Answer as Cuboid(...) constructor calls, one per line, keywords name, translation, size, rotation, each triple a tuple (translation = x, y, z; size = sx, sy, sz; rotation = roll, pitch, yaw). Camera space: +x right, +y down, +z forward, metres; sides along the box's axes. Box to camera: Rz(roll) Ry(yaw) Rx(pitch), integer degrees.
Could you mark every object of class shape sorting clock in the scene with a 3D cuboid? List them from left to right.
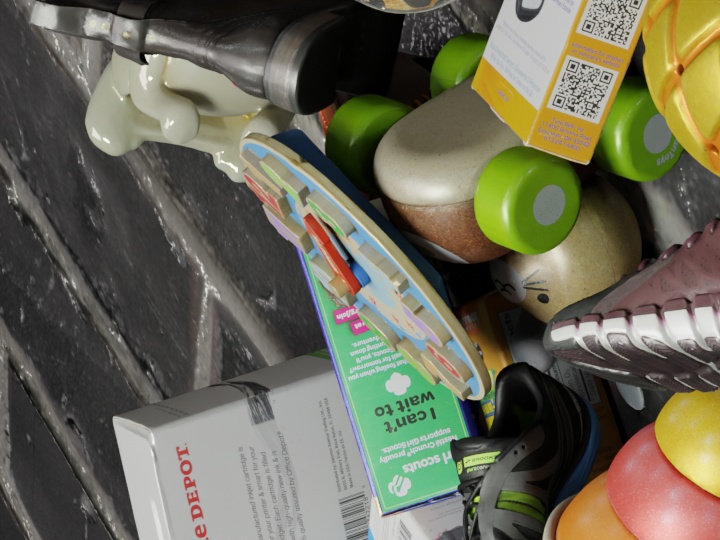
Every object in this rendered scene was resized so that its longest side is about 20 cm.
Cuboid(name="shape sorting clock", translation=(0.000, 0.000, 1.440), size=(0.200, 0.039, 0.200), rotation=(49, 172, 9))

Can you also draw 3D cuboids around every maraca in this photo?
Cuboid(name="maraca", translation=(0.200, -0.090, 1.169), size=(0.200, 0.107, 0.137), rotation=(47, 143, 49))

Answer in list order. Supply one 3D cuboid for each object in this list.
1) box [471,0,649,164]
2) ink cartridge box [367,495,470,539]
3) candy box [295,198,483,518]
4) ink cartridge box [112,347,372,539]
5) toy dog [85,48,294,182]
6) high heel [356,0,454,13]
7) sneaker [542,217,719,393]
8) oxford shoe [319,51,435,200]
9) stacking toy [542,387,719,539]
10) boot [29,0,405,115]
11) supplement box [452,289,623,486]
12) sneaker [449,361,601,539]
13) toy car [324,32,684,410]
Cuboid(name="box", translation=(0.120, -0.164, 1.275), size=(0.119, 0.041, 0.200), rotation=(-120, 51, -68))
Cuboid(name="ink cartridge box", translation=(0.079, 0.227, 1.709), size=(0.200, 0.068, 0.115), rotation=(53, 150, 41))
Cuboid(name="candy box", translation=(0.025, 0.050, 1.619), size=(0.169, 0.077, 0.200), rotation=(22, -131, -82))
Cuboid(name="ink cartridge box", translation=(-0.059, 0.147, 1.801), size=(0.084, 0.200, 0.146), rotation=(12, 116, 64))
Cuboid(name="toy dog", translation=(-0.087, -0.165, 1.776), size=(0.200, 0.139, 0.194), rotation=(146, 142, -68))
Cuboid(name="high heel", translation=(0.050, -0.209, 1.391), size=(0.200, 0.071, 0.143), rotation=(16, 121, 20))
Cuboid(name="sneaker", translation=(0.183, -0.006, 1.271), size=(0.200, 0.076, 0.116), rotation=(-7, 63, 44))
Cuboid(name="oxford shoe", translation=(0.016, -0.095, 1.539), size=(0.200, 0.073, 0.071), rotation=(-87, -16, -66))
Cuboid(name="stacking toy", translation=(0.195, 0.105, 1.337), size=(0.146, 0.146, 0.200), rotation=(53, 132, 39))
Cuboid(name="boot", translation=(-0.076, -0.147, 1.463), size=(0.174, 0.200, 0.069), rotation=(17, 106, 20))
Cuboid(name="supplement box", translation=(0.117, 0.106, 1.545), size=(0.067, 0.069, 0.200), rotation=(-31, 74, 65))
Cuboid(name="sneaker", translation=(0.075, 0.135, 1.422), size=(0.071, 0.200, 0.083), rotation=(-23, 124, 41))
Cuboid(name="toy car", translation=(0.097, -0.012, 1.429), size=(0.164, 0.158, 0.200), rotation=(23, 138, 50))
